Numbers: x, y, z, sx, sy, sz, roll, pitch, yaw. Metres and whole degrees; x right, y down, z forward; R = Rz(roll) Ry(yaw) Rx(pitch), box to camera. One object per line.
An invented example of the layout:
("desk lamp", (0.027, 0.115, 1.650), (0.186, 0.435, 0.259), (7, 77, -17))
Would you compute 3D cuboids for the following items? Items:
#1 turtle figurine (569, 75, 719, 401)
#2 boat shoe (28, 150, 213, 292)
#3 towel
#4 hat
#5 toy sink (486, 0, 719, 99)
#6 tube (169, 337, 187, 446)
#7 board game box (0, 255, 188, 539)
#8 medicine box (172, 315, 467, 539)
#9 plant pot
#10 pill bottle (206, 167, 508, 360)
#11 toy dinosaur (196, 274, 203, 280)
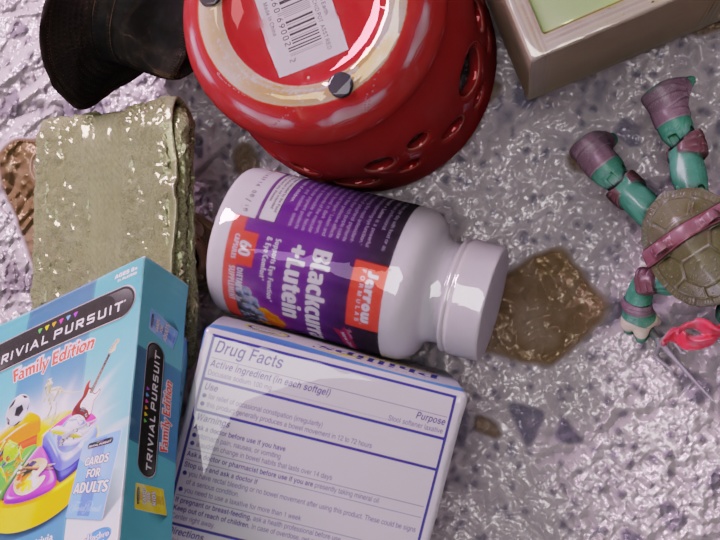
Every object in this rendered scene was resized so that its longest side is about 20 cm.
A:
("turtle figurine", (0.229, -0.023, 0.701), (0.149, 0.101, 0.201), (-29, 75, 12))
("boat shoe", (-0.190, -0.051, 0.827), (0.199, 0.064, 0.072), (29, 95, 14))
("towel", (-0.181, -0.021, 0.764), (0.148, 0.036, 0.201), (-4, 86, 26))
("hat", (-0.139, -0.195, 0.762), (0.081, 0.201, 0.201), (29, 95, 10))
("toy sink", (0.182, -0.223, 0.700), (0.199, 0.112, 0.131), (-21, 82, 5))
("tube", (-0.156, 0.126, 0.745), (0.050, 0.200, 0.078), (11, 56, -22))
("board game box", (-0.187, 0.107, 0.667), (0.150, 0.047, 0.201), (-23, 51, 25))
("medicine box", (-0.040, 0.152, 0.733), (0.181, 0.103, 0.201), (14, 90, -3))
("plant pot", (-0.011, -0.165, 0.727), (0.199, 0.182, 0.202), (-1, 86, 13))
("pill bottle", (0.000, 0.000, 0.749), (0.199, 0.111, 0.112), (14, 91, 15))
("toy dinosaur", (-0.185, 0.055, 0.824), (0.106, 0.060, 0.201), (27, 115, 10))
